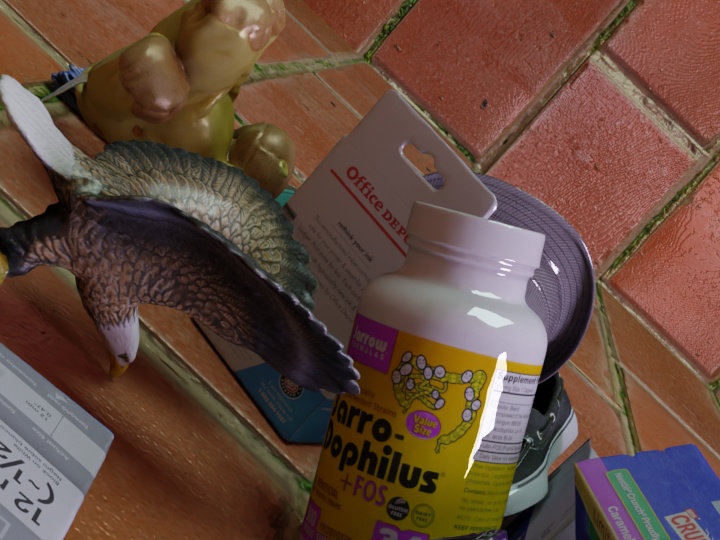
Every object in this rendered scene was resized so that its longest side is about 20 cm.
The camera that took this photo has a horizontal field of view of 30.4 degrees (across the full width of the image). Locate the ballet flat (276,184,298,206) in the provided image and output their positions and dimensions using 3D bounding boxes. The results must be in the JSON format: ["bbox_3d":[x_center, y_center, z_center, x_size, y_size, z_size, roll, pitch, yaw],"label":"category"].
[{"bbox_3d":[-0.054,-0.028,1.126,0.065,0.071,0.199,18,-7,36],"label":"ballet flat"}]

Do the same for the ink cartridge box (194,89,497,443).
[{"bbox_3d":[0.000,0.000,0.848,0.116,0.200,0.066,49,14,26],"label":"ink cartridge box"}]

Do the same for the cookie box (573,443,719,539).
[{"bbox_3d":[0.167,0.222,0.682,0.172,0.074,0.203,-110,-166,-64],"label":"cookie box"}]

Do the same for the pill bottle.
[{"bbox_3d":[0.038,0.070,0.700,0.103,0.203,0.104,14,3,-1],"label":"pill bottle"}]

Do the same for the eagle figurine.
[{"bbox_3d":[-0.104,-0.005,0.675,0.151,0.197,0.154,110,-22,-64],"label":"eagle figurine"}]

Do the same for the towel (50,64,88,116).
[{"bbox_3d":[-0.173,-0.122,1.113,0.145,0.024,0.200,44,13,-2],"label":"towel"}]

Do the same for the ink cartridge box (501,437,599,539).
[{"bbox_3d":[0.130,0.179,0.900,0.039,0.099,0.200,45,14,4],"label":"ink cartridge box"}]

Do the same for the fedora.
[{"bbox_3d":[0.064,0.037,0.921,0.176,0.200,0.091,32,48,-3],"label":"fedora"}]

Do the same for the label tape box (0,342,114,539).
[{"bbox_3d":[-0.169,0.068,0.422,0.143,0.066,0.200,41,11,-9],"label":"label tape box"}]

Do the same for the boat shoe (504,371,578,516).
[{"bbox_3d":[0.110,0.124,0.973,0.200,0.068,0.057,-32,110,-64],"label":"boat shoe"}]

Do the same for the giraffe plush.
[{"bbox_3d":[-0.112,-0.089,0.920,0.163,0.198,0.173,58,14,-15],"label":"giraffe plush"}]

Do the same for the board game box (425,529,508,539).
[{"bbox_3d":[-0.016,0.140,0.555,0.200,0.118,0.033,7,69,-70],"label":"board game box"}]
